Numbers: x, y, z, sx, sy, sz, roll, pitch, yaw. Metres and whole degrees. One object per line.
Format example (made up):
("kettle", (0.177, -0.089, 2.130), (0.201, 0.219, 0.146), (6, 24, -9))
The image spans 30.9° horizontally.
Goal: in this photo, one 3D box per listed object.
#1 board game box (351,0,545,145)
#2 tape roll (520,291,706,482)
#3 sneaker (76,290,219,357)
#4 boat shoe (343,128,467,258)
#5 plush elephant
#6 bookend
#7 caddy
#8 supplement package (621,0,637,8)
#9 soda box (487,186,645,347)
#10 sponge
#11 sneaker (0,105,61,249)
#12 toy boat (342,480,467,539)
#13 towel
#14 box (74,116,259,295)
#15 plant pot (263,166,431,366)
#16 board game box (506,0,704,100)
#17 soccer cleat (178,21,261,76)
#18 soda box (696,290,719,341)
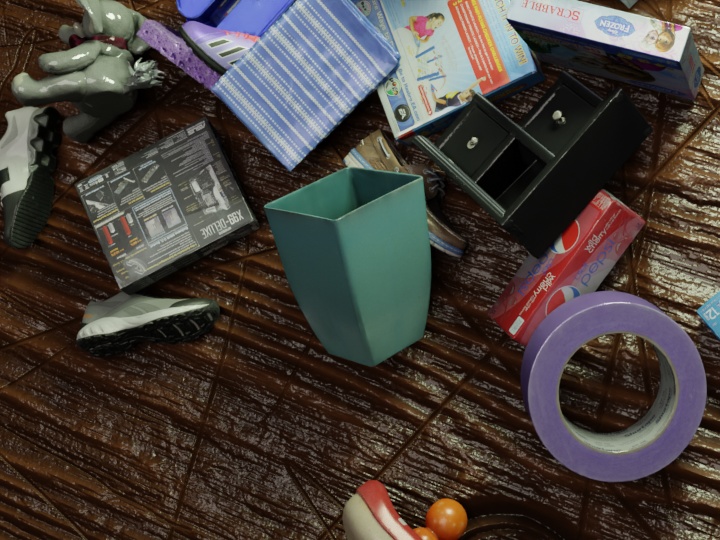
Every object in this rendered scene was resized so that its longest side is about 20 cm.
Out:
("board game box", (0.102, -0.288, 1.614), (0.194, 0.056, 0.202), (-23, 78, 16))
("tape roll", (0.282, 0.129, 1.464), (0.197, 0.085, 0.203), (0, 98, 2))
("sneaker", (-0.281, 0.056, 1.714), (0.197, 0.074, 0.080), (-9, 59, 13))
("boat shoe", (0.065, -0.098, 1.602), (0.200, 0.072, 0.073), (44, 100, 18))
("plush elephant", (-0.352, -0.290, 1.726), (0.198, 0.164, 0.157), (-18, 66, 23))
("bookend", (0.197, -0.157, 1.517), (0.200, 0.092, 0.199), (-47, 47, 6))
("caddy", (-0.147, -0.369, 1.687), (0.141, 0.105, 0.200), (44, 103, -6))
("supplement package", (0.336, -0.429, 1.510), (0.200, 0.117, 0.117), (-46, 74, 10))
("soda box", (0.240, -0.002, 1.522), (0.201, 0.070, 0.063), (-55, 38, 8))
("sponge", (-0.188, -0.252, 1.685), (0.199, 0.111, 0.030), (39, 101, 18))
("sneaker", (-0.474, -0.128, 1.801), (0.087, 0.074, 0.203), (4, 77, 20))
("toy boat", (0.074, 0.325, 1.552), (0.200, 0.131, 0.131), (42, 69, 17))
("towel", (-0.064, -0.239, 1.588), (0.200, 0.024, 0.145), (-44, 100, 5))
("box", (-0.252, -0.084, 1.701), (0.198, 0.050, 0.159), (-27, 77, 0))
("plant pot", (0.000, 0.000, 1.550), (0.140, 0.140, 0.203), (12, 121, 49))
("board game box", (0.281, -0.254, 1.471), (0.198, 0.199, 0.042), (19, 92, 20))
("soccer cleat", (-0.135, -0.269, 1.624), (0.073, 0.199, 0.069), (-50, 36, 19))
("soda box", (0.474, 0.007, 1.451), (0.200, 0.064, 0.068), (-43, 74, 12))
